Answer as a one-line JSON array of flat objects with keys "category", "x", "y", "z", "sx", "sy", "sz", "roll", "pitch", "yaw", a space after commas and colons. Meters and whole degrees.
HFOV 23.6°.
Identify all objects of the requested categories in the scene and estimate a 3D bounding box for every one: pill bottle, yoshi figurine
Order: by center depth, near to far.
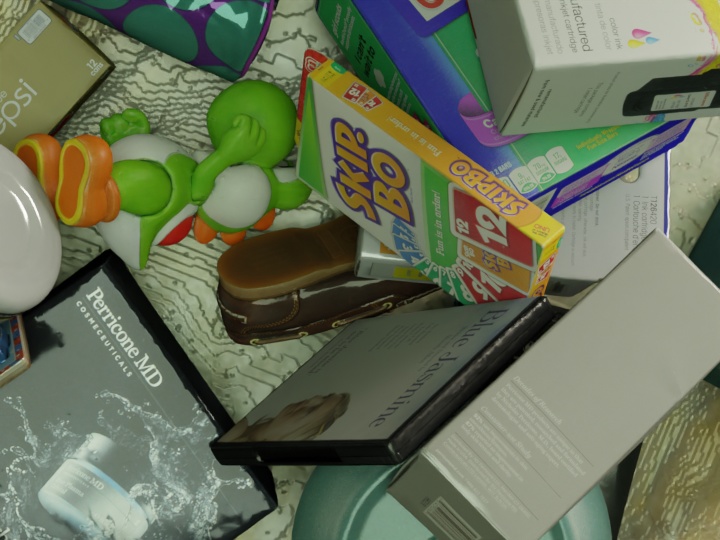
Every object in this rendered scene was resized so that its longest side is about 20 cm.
[{"category": "pill bottle", "x": -0.287, "y": 0.003, "z": 1.039, "sx": 0.200, "sy": 0.112, "sz": 0.112, "roll": -23, "pitch": 97, "yaw": 27}, {"category": "yoshi figurine", "x": -0.115, "y": -0.078, "z": 1.109, "sx": 0.200, "sy": 0.112, "sz": 0.112, "roll": -5, "pitch": 57, "yaw": -41}]

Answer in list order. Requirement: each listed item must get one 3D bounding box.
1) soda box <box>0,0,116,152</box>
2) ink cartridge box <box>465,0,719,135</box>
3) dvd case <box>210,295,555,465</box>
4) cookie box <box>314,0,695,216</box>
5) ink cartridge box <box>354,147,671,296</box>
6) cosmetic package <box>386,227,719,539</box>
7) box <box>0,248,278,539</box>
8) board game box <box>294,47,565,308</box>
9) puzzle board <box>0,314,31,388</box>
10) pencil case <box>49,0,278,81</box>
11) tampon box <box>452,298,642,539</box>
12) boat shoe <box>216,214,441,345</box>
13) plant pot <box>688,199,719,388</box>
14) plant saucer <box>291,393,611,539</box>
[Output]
[{"category": "soda box", "x": -0.252, "y": -0.083, "z": 1.137, "sx": 0.064, "sy": 0.068, "sz": 0.200, "roll": 43, "pitch": 91, "yaw": -7}, {"category": "ink cartridge box", "x": 0.171, "y": -0.170, "z": 1.037, "sx": 0.200, "sy": 0.083, "sz": 0.146, "roll": -7, "pitch": 67, "yaw": -14}, {"category": "dvd case", "x": 0.009, "y": 0.068, "z": 1.034, "sx": 0.143, "sy": 0.200, "sz": 0.018, "roll": -40, "pitch": 107, "yaw": -30}, {"category": "cookie box", "x": 0.094, "y": -0.139, "z": 1.097, "sx": 0.171, "sy": 0.075, "sz": 0.200, "roll": -29, "pitch": 75, "yaw": -18}, {"category": "ink cartridge box", "x": 0.103, "y": -0.083, "z": 1.143, "sx": 0.200, "sy": 0.047, "sz": 0.198, "roll": 7, "pitch": 70, "yaw": -6}, {"category": "cosmetic package", "x": 0.120, "y": 0.078, "z": 0.992, "sx": 0.090, "sy": 0.107, "sz": 0.200, "roll": 44, "pitch": 69, "yaw": 7}, {"category": "box", "x": -0.190, "y": 0.124, "z": 1.138, "sx": 0.200, "sy": 0.117, "sz": 0.197, "roll": -35, "pitch": 97, "yaw": -2}, {"category": "board game box", "x": 0.031, "y": -0.048, "z": 1.044, "sx": 0.200, "sy": 0.096, "sz": 0.030, "roll": 40, "pitch": 58, "yaw": 21}, {"category": "puzzle board", "x": -0.280, "y": 0.060, "z": 1.085, "sx": 0.151, "sy": 0.200, "sz": 0.017, "roll": -35, "pitch": 114, "yaw": -1}, {"category": "pencil case", "x": -0.150, "y": -0.202, "z": 1.126, "sx": 0.200, "sy": 0.085, "sz": 0.092, "roll": 22, "pitch": 108, "yaw": -6}, {"category": "tampon box", "x": 0.106, "y": 0.123, "z": 1.142, "sx": 0.126, "sy": 0.150, "sz": 0.200, "roll": 14, "pitch": 94, "yaw": -4}, {"category": "boat shoe", "x": 0.000, "y": 0.000, "z": 1.169, "sx": 0.200, "sy": 0.070, "sz": 0.070, "roll": -12, "pitch": 133, "yaw": -9}, {"category": "plant pot", "x": 0.299, "y": 0.034, "z": 1.124, "sx": 0.141, "sy": 0.200, "sz": 0.141, "roll": 28, "pitch": 93, "yaw": -6}, {"category": "plant saucer", "x": 0.057, "y": 0.175, "z": 1.052, "sx": 0.200, "sy": 0.036, "sz": 0.200, "roll": 0, "pitch": 94, "yaw": 0}]
